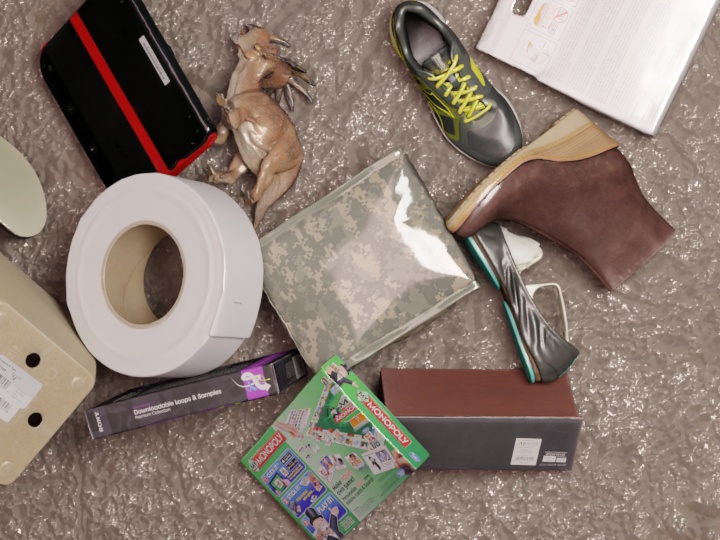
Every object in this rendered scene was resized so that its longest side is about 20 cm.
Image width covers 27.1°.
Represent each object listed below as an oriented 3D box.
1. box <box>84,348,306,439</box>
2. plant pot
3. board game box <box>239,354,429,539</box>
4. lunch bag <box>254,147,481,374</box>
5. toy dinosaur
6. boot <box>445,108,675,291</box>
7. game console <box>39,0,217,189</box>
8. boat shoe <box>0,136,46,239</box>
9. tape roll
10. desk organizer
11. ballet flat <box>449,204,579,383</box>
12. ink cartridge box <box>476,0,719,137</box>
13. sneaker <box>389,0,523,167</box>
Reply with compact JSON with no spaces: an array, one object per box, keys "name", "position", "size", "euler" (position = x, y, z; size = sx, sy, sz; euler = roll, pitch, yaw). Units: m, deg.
[{"name":"box","position":[-0.164,0.124,1.517],"size":[0.198,0.143,0.036],"euler":[-13,91,10]},{"name":"plant pot","position":[-0.376,0.097,1.471],"size":[0.200,0.177,0.200],"euler":[-50,121,-8]},{"name":"board game box","position":[-0.030,0.188,1.496],"size":[0.135,0.029,0.200],"euler":[47,136,6]},{"name":"lunch bag","position":[0.000,0.000,1.500],"size":[0.199,0.118,0.165],"euler":[-31,87,4]},{"name":"toy dinosaur","position":[-0.095,-0.145,1.535],"size":[0.085,0.135,0.202],"euler":[8,120,50]},{"name":"boot","position":[0.199,-0.047,1.462],"size":[0.199,0.072,0.167],"euler":[-37,90,-20]},{"name":"game console","position":[-0.242,-0.182,1.535],"size":[0.176,0.031,0.201],"euler":[-34,86,40]},{"name":"boat shoe","position":[-0.408,-0.112,1.593],"size":[0.200,0.071,0.063],"euler":[52,140,2]},{"name":"tape roll","position":[-0.196,0.007,1.487],"size":[0.201,0.071,0.205],"euler":[-3,84,29]},{"name":"desk organizer","position":[0.116,0.149,1.504],"size":[0.198,0.077,0.072],"euler":[1,126,-6]},{"name":"ballet flat","position":[0.161,0.014,1.503],"size":[0.068,0.068,0.201],"euler":[-26,89,-2]},{"name":"ink cartridge box","position":[0.240,-0.248,1.493],"size":[0.199,0.050,0.162],"euler":[27,96,11]},{"name":"sneaker","position":[0.088,-0.186,1.496],"size":[0.074,0.085,0.200],"euler":[-39,85,9]}]
